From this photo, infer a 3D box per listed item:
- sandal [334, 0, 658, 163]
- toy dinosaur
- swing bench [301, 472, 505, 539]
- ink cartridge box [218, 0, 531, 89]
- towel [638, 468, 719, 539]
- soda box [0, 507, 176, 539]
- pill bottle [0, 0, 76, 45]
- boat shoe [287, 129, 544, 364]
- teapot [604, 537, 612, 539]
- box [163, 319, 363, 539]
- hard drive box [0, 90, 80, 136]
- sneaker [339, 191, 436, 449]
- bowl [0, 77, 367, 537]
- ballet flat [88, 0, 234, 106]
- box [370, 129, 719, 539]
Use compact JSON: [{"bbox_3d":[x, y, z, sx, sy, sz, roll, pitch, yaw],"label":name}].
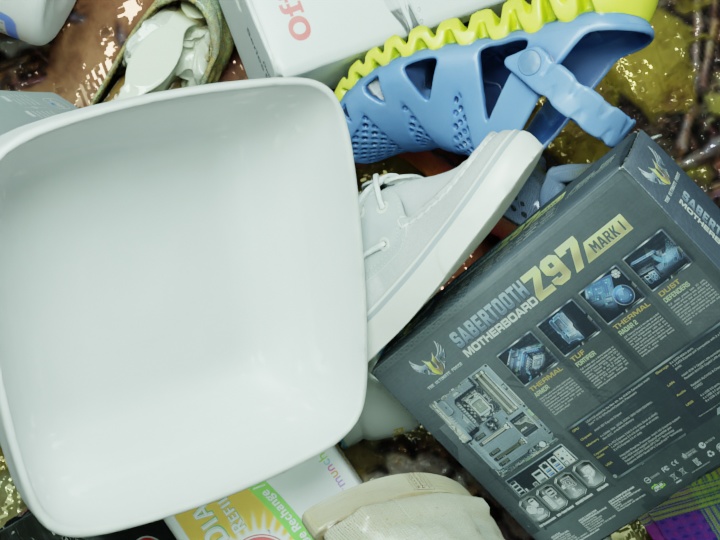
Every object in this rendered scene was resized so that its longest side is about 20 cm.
[{"bbox_3d":[0.069,-0.090,0.759,0.198,0.079,0.088,-18,74,33],"label":"sandal"},{"bbox_3d":[0.104,-0.029,0.829,0.198,0.105,0.184,-23,67,29],"label":"toy dinosaur"},{"bbox_3d":[0.024,0.230,0.697,0.200,0.130,0.199,-47,50,5],"label":"swing bench"},{"bbox_3d":[0.010,-0.197,0.820,0.198,0.084,0.148,-21,87,-14],"label":"ink cartridge box"},{"bbox_3d":[0.230,0.125,0.825,0.142,0.023,0.201,-23,119,25],"label":"towel"},{"bbox_3d":[-0.123,0.212,0.835,0.070,0.063,0.201,-30,92,37],"label":"soda box"},{"bbox_3d":[-0.254,-0.216,0.812,0.198,0.114,0.115,21,89,-4],"label":"pill bottle"},{"bbox_3d":[0.016,-0.013,0.755,0.068,0.072,0.200,44,130,2],"label":"boat shoe"},{"bbox_3d":[0.072,0.268,0.822,0.198,0.146,0.199,-25,57,20],"label":"teapot"},{"bbox_3d":[-0.077,0.096,0.825,0.101,0.112,0.201,-34,93,-4],"label":"box"},{"bbox_3d":[-0.215,-0.009,0.733,0.076,0.200,0.157,32,104,15],"label":"hard drive box"},{"bbox_3d":[0.000,0.000,0.850,0.080,0.077,0.203,-14,100,-2],"label":"sneaker"},{"bbox_3d":[-0.097,0.010,0.692,0.198,0.074,0.202,-16,110,-34],"label":"bowl"},{"bbox_3d":[-0.140,-0.080,0.843,0.070,0.071,0.201,31,89,-3],"label":"ballet flat"},{"bbox_3d":[0.125,0.047,0.753,0.158,0.051,0.200,44,125,-6],"label":"box"}]
